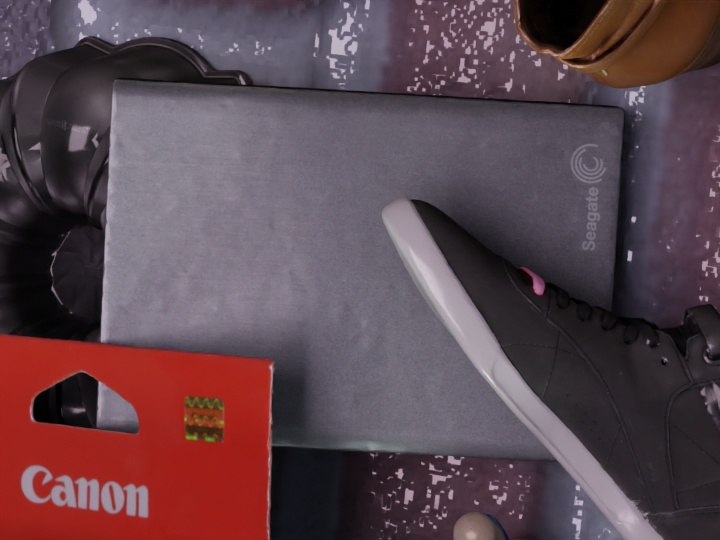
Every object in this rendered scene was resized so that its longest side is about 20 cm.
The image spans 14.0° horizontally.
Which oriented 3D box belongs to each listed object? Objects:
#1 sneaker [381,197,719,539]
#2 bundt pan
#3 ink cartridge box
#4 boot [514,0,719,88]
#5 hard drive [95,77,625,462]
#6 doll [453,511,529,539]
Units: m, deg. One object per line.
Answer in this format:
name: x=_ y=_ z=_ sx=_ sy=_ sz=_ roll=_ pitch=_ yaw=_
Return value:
sneaker: x=0.099 y=0.026 z=1.101 sx=0.099 sy=0.071 sz=0.200 roll=-42 pitch=101 yaw=4
bundt pan: x=-0.115 y=0.001 z=1.225 sx=0.201 sy=0.076 sz=0.202 roll=1 pitch=92 yaw=25
ink cartridge box: x=-0.118 y=0.115 z=1.126 sx=0.200 sy=0.044 sz=0.174 roll=4 pitch=96 yaw=39
boot: x=0.112 y=-0.164 z=1.061 sx=0.077 sy=0.155 sz=0.200 roll=24 pitch=103 yaw=23
hard drive: x=0.000 y=0.000 z=1.148 sx=0.200 sy=0.033 sz=0.140 roll=3 pitch=96 yaw=-1
doll: x=0.025 y=0.148 z=1.097 sx=0.048 sy=0.200 sz=0.137 roll=25 pitch=118 yaw=25
